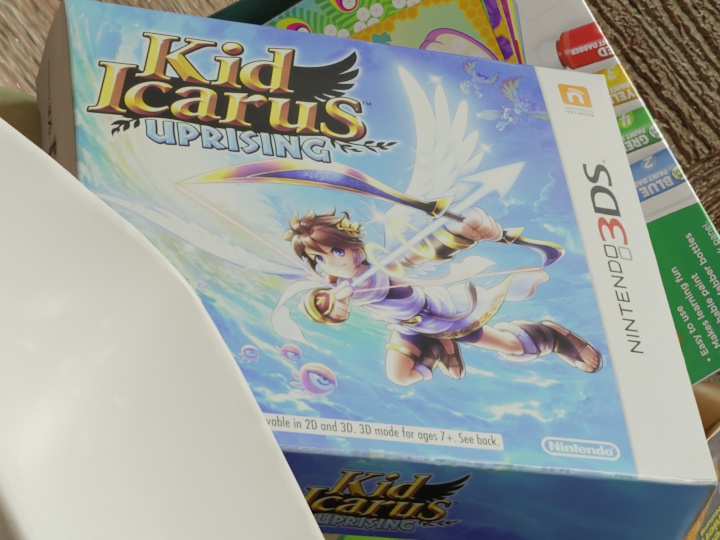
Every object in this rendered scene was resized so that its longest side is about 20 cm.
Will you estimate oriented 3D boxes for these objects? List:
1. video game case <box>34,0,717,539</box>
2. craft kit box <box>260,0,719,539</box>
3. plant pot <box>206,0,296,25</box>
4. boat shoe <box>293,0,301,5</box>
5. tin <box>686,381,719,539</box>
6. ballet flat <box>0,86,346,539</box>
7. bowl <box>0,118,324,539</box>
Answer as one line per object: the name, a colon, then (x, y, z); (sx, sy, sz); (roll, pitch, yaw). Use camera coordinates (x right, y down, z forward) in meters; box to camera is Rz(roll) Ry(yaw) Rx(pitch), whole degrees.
video game case: (0.000, 0.000, 0.752); (0.199, 0.046, 0.182); (6, 46, -18)
craft kit box: (0.021, -0.012, 0.875); (0.201, 0.197, 0.049); (59, 2, -2)
plant pot: (0.003, -0.039, 1.058); (0.201, 0.141, 0.141); (63, 10, -7)
boat shoe: (0.026, -0.107, 0.932); (0.072, 0.201, 0.067); (40, -23, -22)
tin: (0.112, 0.135, 0.965); (0.042, 0.200, 0.112); (23, -25, 40)
ballet flat: (-0.058, 0.012, 0.803); (0.201, 0.069, 0.069); (60, 10, 2)
bowl: (-0.073, 0.061, 0.546); (0.200, 0.074, 0.200); (61, 9, 27)
